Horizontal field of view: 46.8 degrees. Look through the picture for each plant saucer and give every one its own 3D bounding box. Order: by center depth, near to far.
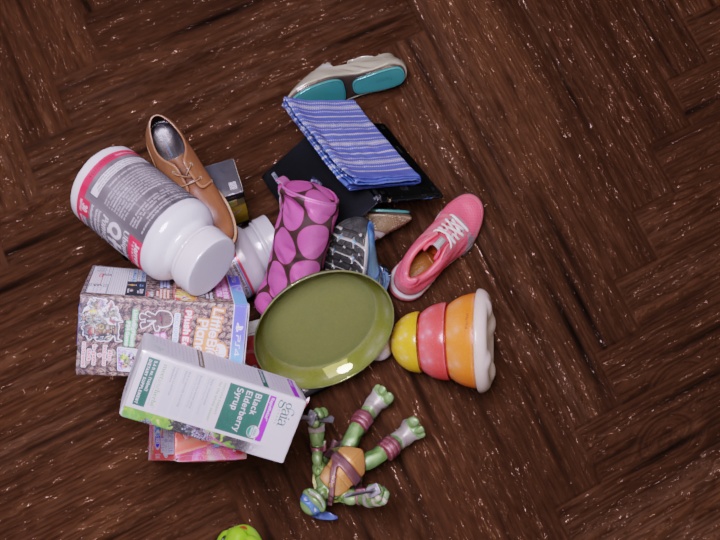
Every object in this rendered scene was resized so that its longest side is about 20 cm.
[{"bbox_3d":[-0.051,0.075,1.127,0.197,0.202,0.031,-19,41,-9],"label":"plant saucer"}]

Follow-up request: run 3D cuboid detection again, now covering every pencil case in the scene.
[{"bbox_3d":[-0.091,-0.023,1.131,0.093,0.091,0.203,20,111,12],"label":"pencil case"}]

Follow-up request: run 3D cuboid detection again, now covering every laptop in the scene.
[{"bbox_3d":[-0.012,-0.127,1.243,0.198,0.104,0.178,-8,51,-39],"label":"laptop"}]

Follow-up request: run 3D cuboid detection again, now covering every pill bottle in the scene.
[{"bbox_3d":[-0.251,-0.058,1.022,0.199,0.111,0.111,35,77,20],"label":"pill bottle"},{"bbox_3d":[-0.206,0.003,1.197,0.198,0.109,0.110,-30,81,-11],"label":"pill bottle"}]

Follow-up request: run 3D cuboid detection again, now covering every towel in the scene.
[{"bbox_3d":[-0.012,-0.190,1.211,0.143,0.024,0.201,-8,50,-40],"label":"towel"}]

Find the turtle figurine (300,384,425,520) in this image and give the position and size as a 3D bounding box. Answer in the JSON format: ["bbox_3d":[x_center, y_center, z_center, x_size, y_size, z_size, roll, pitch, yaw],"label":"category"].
[{"bbox_3d":[-0.003,0.241,1.128,0.143,0.202,0.193,21,48,39],"label":"turtle figurine"}]

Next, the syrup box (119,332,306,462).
[{"bbox_3d":[-0.169,0.147,0.964,0.198,0.081,0.080,21,95,-16],"label":"syrup box"}]

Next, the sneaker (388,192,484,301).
[{"bbox_3d":[0.124,-0.038,1.242,0.074,0.087,0.201,40,78,4],"label":"sneaker"}]

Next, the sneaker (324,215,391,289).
[{"bbox_3d":[0.000,0.000,1.187,0.078,0.202,0.090,32,50,29],"label":"sneaker"}]

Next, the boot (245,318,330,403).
[{"bbox_3d":[-0.146,0.147,1.191,0.197,0.072,0.146,-13,80,-11],"label":"boot"}]

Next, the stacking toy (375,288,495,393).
[{"bbox_3d":[0.095,0.101,1.207,0.197,0.146,0.149,0,77,14],"label":"stacking toy"}]

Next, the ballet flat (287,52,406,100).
[{"bbox_3d":[-0.026,-0.301,1.307,0.197,0.070,0.070,-15,79,-9],"label":"ballet flat"}]

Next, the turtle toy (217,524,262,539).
[{"bbox_3d":[-0.163,0.436,1.085,0.144,0.101,0.203,3,77,23],"label":"turtle toy"}]

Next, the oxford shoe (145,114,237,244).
[{"bbox_3d":[-0.226,-0.113,1.081,0.071,0.071,0.201,-32,83,-12],"label":"oxford shoe"}]

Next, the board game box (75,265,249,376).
[{"bbox_3d":[-0.248,0.064,1.053,0.197,0.159,0.098,4,102,-13],"label":"board game box"}]

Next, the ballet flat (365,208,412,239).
[{"bbox_3d":[-0.022,-0.066,1.253,0.197,0.071,0.066,5,87,5],"label":"ballet flat"}]

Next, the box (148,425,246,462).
[{"bbox_3d":[-0.218,0.200,1.097,0.093,0.200,0.104,5,76,-22],"label":"box"}]

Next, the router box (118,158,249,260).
[{"bbox_3d":[-0.261,-0.083,1.187,0.197,0.157,0.053,-18,79,-7],"label":"router box"}]
